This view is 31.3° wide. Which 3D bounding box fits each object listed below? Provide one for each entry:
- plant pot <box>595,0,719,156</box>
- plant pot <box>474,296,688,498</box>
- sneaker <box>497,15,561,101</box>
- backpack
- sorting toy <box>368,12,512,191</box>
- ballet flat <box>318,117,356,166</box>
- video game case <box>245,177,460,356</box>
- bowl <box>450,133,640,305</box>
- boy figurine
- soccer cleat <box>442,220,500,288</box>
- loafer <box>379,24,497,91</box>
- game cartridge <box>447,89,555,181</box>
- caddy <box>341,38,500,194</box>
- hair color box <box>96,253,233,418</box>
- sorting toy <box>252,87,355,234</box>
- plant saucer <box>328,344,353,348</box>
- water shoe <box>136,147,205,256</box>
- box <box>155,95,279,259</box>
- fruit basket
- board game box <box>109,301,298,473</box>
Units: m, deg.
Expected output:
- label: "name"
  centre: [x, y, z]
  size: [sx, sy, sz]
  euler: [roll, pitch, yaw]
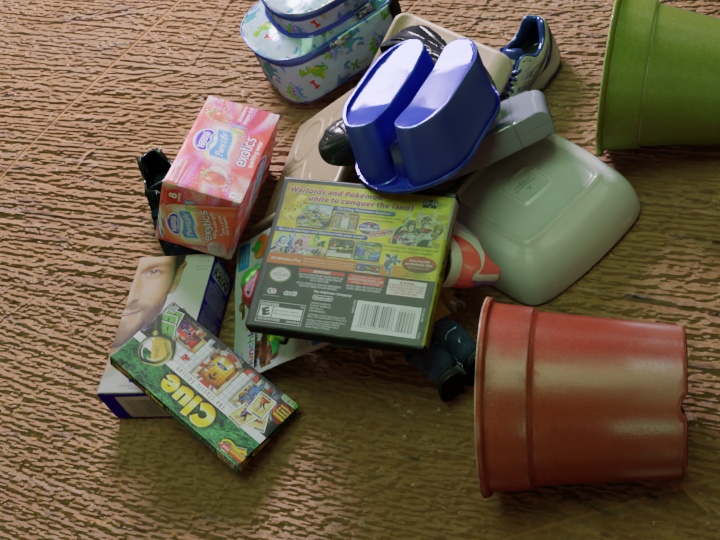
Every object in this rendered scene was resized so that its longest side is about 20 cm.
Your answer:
- label: "plant pot"
  centre: [0.378, -0.217, 1.470]
  size: [0.190, 0.200, 0.200]
  euler: [9, 58, 14]
- label: "plant pot"
  centre: [0.220, 0.127, 1.262]
  size: [0.195, 0.201, 0.201]
  euler: [1, 54, 13]
- label: "sneaker"
  centre: [0.182, -0.234, 1.611]
  size: [0.075, 0.088, 0.200]
  euler: [16, 63, 29]
- label: "backpack"
  centre: [-0.061, -0.344, 1.757]
  size: [0.200, 0.147, 0.183]
  euler: [-38, 47, -5]
- label: "sorting toy"
  centre: [0.083, -0.215, 1.632]
  size: [0.200, 0.036, 0.185]
  euler: [33, 99, 39]
- label: "ballet flat"
  centre: [0.028, -0.169, 1.511]
  size: [0.057, 0.067, 0.200]
  euler: [-15, 14, 44]
- label: "video game case"
  centre: [-0.007, -0.008, 1.377]
  size: [0.200, 0.026, 0.181]
  euler: [7, 68, 17]
- label: "bowl"
  centre: [0.200, -0.079, 1.494]
  size: [0.200, 0.075, 0.200]
  euler: [-41, 51, -12]
- label: "boy figurine"
  centre: [0.051, 0.054, 1.429]
  size: [0.124, 0.064, 0.200]
  euler: [-36, 61, -17]
- label: "soccer cleat"
  centre: [0.093, -0.035, 1.466]
  size: [0.073, 0.068, 0.200]
  euler: [10, 22, -22]
- label: "loafer"
  centre: [0.094, -0.234, 1.542]
  size: [0.070, 0.068, 0.201]
  euler: [-21, 41, -21]
- label: "game cartridge"
  centre: [0.127, -0.149, 1.499]
  size: [0.200, 0.041, 0.133]
  euler: [-22, 21, 11]
- label: "caddy"
  centre: [0.068, -0.166, 1.409]
  size: [0.141, 0.105, 0.200]
  euler: [6, 47, 33]
- label: "hair color box"
  centre: [-0.235, 0.078, 1.561]
  size: [0.109, 0.065, 0.200]
  euler: [-4, 52, 20]
- label: "sorting toy"
  centre: [-0.047, -0.142, 1.611]
  size: [0.185, 0.036, 0.200]
  euler: [-26, 34, 53]
- label: "plant saucer"
  centre: [0.000, 0.000, 1.541]
  size: [0.200, 0.036, 0.200]
  euler: [-11, 51, 14]
- label: "water shoe"
  centre: [-0.248, -0.079, 1.674]
  size: [0.071, 0.079, 0.200]
  euler: [-31, 49, -2]
- label: "box"
  centre: [-0.178, -0.120, 1.614]
  size: [0.103, 0.095, 0.200]
  euler: [16, 41, 1]
- label: "fruit basket"
  centre: [-0.092, 0.018, 1.488]
  size: [0.200, 0.094, 0.185]
  euler: [-21, 58, 39]
- label: "board game box"
  centre: [-0.178, 0.130, 1.463]
  size: [0.200, 0.023, 0.105]
  euler: [37, 63, 15]
